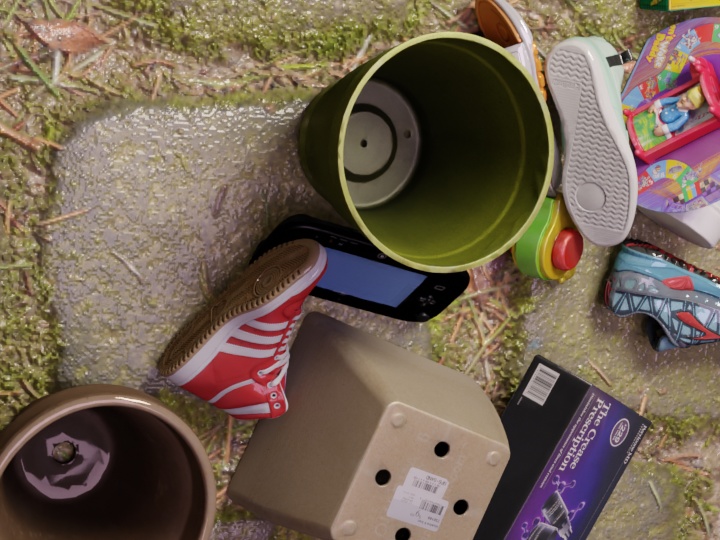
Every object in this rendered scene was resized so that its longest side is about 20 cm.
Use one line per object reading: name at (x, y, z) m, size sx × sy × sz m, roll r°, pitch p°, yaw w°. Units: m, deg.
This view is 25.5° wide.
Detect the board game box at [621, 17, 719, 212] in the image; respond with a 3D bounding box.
board game box at (0.304, -0.157, 1.525) m, size 0.039 × 0.158 × 0.200 m, roll 25°, pitch 91°, yaw -48°

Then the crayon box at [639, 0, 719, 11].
crayon box at (0.375, -0.325, 1.574) m, size 0.200 × 0.058 × 0.119 m, roll -8°, pitch 104°, yaw -20°

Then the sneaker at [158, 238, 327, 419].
sneaker at (-0.077, 0.060, 1.441) m, size 0.200 × 0.071 × 0.112 m, roll -39°, pitch 118°, yaw 25°

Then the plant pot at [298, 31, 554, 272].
plant pot at (0.037, -0.110, 1.408) m, size 0.200 × 0.193 × 0.201 m, roll -3°, pitch 99°, yaw -22°

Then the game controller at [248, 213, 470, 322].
game controller at (0.000, 0.000, 1.475) m, size 0.200 × 0.104 × 0.042 m, roll 15°, pitch 63°, yaw -23°

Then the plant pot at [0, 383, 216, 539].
plant pot at (-0.242, 0.183, 1.372) m, size 0.200 × 0.175 × 0.201 m, roll -4°, pitch 101°, yaw -21°

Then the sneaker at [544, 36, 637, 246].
sneaker at (0.236, -0.130, 1.526) m, size 0.074 × 0.118 × 0.201 m, roll -7°, pitch 103°, yaw 26°

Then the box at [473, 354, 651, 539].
box at (0.184, 0.203, 1.569) m, size 0.141 × 0.079 × 0.200 m, roll 30°, pitch 89°, yaw -52°

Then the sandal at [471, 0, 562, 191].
sandal at (0.138, -0.159, 1.504) m, size 0.059 × 0.079 × 0.207 m, roll -26°, pitch 111°, yaw -17°

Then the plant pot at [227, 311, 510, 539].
plant pot at (0.025, 0.179, 1.474) m, size 0.200 × 0.177 × 0.200 m, roll 24°, pitch 91°, yaw -24°

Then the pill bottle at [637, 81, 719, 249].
pill bottle at (0.361, -0.130, 1.578) m, size 0.114 × 0.114 × 0.200 m, roll 32°, pitch 88°, yaw -24°

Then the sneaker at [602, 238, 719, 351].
sneaker at (0.333, 0.043, 1.632) m, size 0.200 × 0.079 × 0.096 m, roll 25°, pitch 100°, yaw -15°

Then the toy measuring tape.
toy measuring tape at (0.166, -0.048, 1.521) m, size 0.074 × 0.074 × 0.200 m, roll -41°, pitch 136°, yaw -9°
